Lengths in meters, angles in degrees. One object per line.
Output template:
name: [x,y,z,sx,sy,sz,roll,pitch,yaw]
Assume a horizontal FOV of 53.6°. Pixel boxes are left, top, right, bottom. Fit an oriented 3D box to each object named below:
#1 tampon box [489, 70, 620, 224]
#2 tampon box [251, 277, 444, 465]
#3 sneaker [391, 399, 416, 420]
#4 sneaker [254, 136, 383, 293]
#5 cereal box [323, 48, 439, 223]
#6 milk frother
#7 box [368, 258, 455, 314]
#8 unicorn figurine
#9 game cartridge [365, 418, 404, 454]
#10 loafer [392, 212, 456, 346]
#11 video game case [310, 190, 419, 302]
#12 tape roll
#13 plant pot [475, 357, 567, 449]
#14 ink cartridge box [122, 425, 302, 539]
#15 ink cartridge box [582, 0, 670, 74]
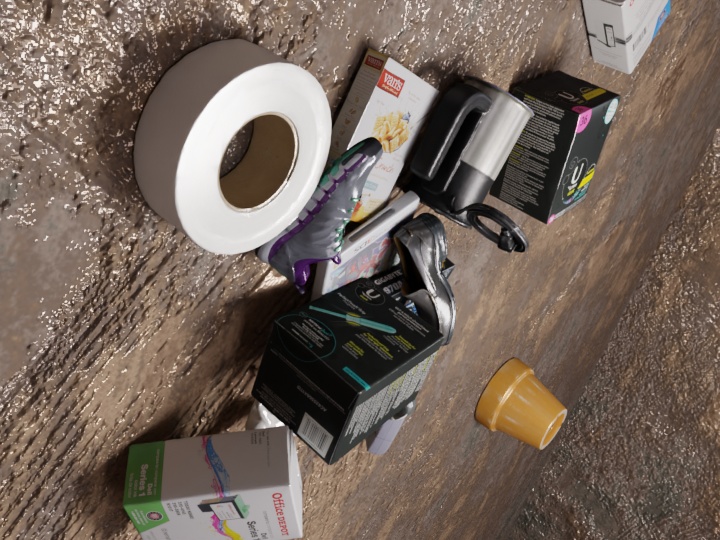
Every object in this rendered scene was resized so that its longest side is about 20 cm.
tampon box: [0.329,-0.213,1.219,0.149,0.126,0.202,-29,140,-40]
tampon box: [-0.015,0.123,0.937,0.199,0.149,0.127,-23,143,-50]
sneaker: [0.047,0.166,1.122,0.084,0.200,0.075,-22,109,-15]
sneaker: [-0.030,-0.063,0.826,0.200,0.087,0.075,-42,-168,22]
cereal box: [0.015,-0.161,0.905,0.143,0.039,0.202,6,113,-59]
milk frother: [0.182,-0.146,0.990,0.190,0.199,0.180,-62,169,9]
box: [0.052,0.061,1.127,0.199,0.046,0.160,-23,148,-48]
unicorn figurine: [-0.128,0.205,0.997,0.198,0.074,0.139,3,95,-35]
game cartridge: [0.058,0.216,1.255,0.041,0.133,0.202,18,109,-14]
loafer: [0.086,0.022,1.019,0.072,0.072,0.202,-22,110,-30]
video game case: [0.000,0.000,1.012,0.182,0.023,0.201,-37,157,-32]
tape roll: [-0.122,-0.120,0.712,0.202,0.070,0.204,-37,144,-32]
plant pot: [0.434,0.365,1.877,0.200,0.182,0.202,-36,144,-32]
ink cartridge box: [-0.175,0.277,0.890,0.197,0.085,0.146,-6,136,-3]
ink cartridge box: [0.466,-0.467,1.239,0.147,0.084,0.200,-56,149,-3]
